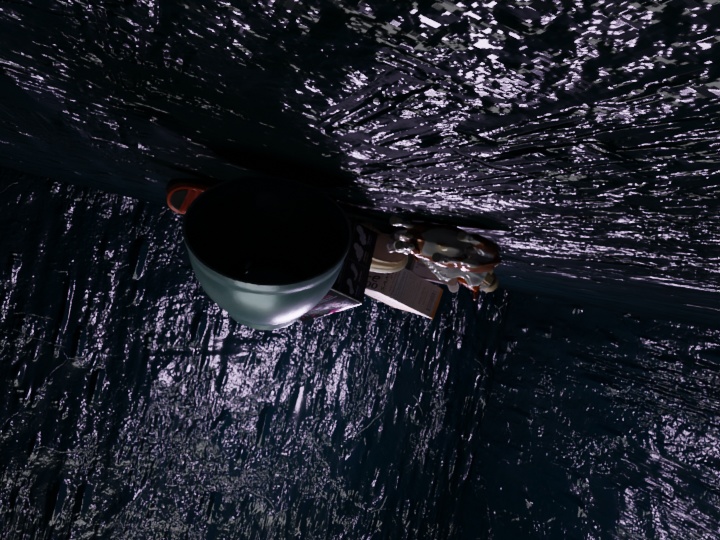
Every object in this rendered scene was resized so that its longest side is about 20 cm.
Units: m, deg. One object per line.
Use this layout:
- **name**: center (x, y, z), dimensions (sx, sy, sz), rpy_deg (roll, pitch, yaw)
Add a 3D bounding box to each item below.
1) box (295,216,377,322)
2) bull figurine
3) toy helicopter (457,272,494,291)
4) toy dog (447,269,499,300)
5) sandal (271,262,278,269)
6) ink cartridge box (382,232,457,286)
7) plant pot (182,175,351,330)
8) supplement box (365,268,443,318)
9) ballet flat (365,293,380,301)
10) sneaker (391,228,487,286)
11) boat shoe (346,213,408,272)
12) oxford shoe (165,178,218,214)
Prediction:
- **box**: center (-0.082, -0.006, 0.864), dimensions (0.115, 0.133, 0.200), rpy_deg (26, 153, -28)
- **bull figurine**: center (0.112, -0.041, 0.788), dimensions (0.200, 0.065, 0.121), rpy_deg (12, -177, 36)
- **toy helicopter**: center (0.229, -0.007, 1.103), dimensions (0.132, 0.079, 0.200), rpy_deg (33, -178, 30)
- **toy dog**: center (0.243, 0.017, 1.264), dimensions (0.132, 0.096, 0.200), rpy_deg (41, 158, -28)
- **sandal**: center (-0.160, -0.050, 0.822), dimensions (0.069, 0.212, 0.078), rpy_deg (18, 137, -14)
- **ink cartridge box**: center (0.118, -0.030, 1.208), dimensions (0.144, 0.085, 0.200), rpy_deg (15, 180, -35)
- **plant pot**: center (-0.119, -0.008, 0.664), dimensions (0.200, 0.134, 0.201), rpy_deg (6, -136, -6)
- **supplement box**: center (0.067, 0.032, 1.103), dimensions (0.126, 0.074, 0.200), rpy_deg (14, 170, 47)
- **ballet flat**: center (0.000, 0.000, 1.168), dimensions (0.200, 0.074, 0.074), rpy_deg (44, 163, -31)
- **sneaker**: center (0.148, -0.026, 0.957), dimensions (0.200, 0.081, 0.070), rpy_deg (17, -179, -5)
- **boat shoe**: center (-0.006, -0.058, 0.929), dimensions (0.199, 0.074, 0.069), rpy_deg (21, 149, 6)
- **oxford shoe**: center (-0.252, -0.136, 0.947), dimensions (0.199, 0.071, 0.073), rpy_deg (9, -150, -32)
